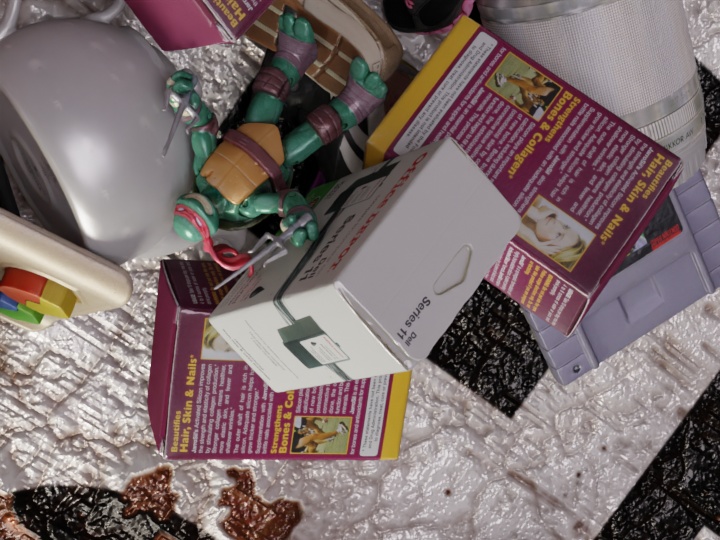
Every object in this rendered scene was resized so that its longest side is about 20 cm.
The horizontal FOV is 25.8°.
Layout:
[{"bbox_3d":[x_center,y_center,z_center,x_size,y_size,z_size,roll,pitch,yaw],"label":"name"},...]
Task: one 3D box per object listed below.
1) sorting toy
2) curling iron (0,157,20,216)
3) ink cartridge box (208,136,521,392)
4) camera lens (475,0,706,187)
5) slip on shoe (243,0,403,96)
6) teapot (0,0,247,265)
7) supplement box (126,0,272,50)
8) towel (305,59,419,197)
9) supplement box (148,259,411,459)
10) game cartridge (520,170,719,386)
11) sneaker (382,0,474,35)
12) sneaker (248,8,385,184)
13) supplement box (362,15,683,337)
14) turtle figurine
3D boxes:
[{"bbox_3d":[-0.281,-0.003,1.154,0.184,0.199,0.037,28,68,-23],"label":"sorting toy"},{"bbox_3d":[-0.299,-0.093,1.207,0.049,0.026,0.202,-19,118,11],"label":"curling iron"},{"bbox_3d":[0.000,0.000,1.100,0.083,0.199,0.147,46,63,-16],"label":"ink cartridge box"},{"bbox_3d":[0.188,-0.169,1.268,0.158,0.160,0.202,-22,112,-10],"label":"camera lens"},{"bbox_3d":[-0.052,-0.208,1.197,0.060,0.199,0.077,-36,156,-43],"label":"slip on shoe"},{"bbox_3d":[-0.184,-0.111,1.159,0.145,0.198,0.201,-32,152,-18],"label":"teapot"},{"bbox_3d":[-0.088,-0.267,1.085,0.200,0.103,0.131,-49,118,-23],"label":"supplement box"},{"bbox_3d":[0.028,-0.070,1.321,0.142,0.023,0.202,22,99,-23],"label":"towel"},{"bbox_3d":[-0.065,0.072,1.268,0.197,0.103,0.133,3,112,-16],"label":"supplement box"},{"bbox_3d":[0.236,-0.001,1.406,0.199,0.038,0.131,-32,118,-7],"label":"game cartridge"},{"bbox_3d":[0.056,-0.230,1.190,0.094,0.200,0.080,-15,85,-29],"label":"sneaker"},{"bbox_3d":[-0.034,-0.105,1.253,0.110,0.073,0.203,0,91,4],"label":"sneaker"},{"bbox_3d":[0.116,-0.069,1.164,0.199,0.103,0.131,36,73,9],"label":"supplement box"},{"bbox_3d":[-0.078,-0.083,1.107,0.149,0.101,0.200,41,68,-3],"label":"turtle figurine"}]
